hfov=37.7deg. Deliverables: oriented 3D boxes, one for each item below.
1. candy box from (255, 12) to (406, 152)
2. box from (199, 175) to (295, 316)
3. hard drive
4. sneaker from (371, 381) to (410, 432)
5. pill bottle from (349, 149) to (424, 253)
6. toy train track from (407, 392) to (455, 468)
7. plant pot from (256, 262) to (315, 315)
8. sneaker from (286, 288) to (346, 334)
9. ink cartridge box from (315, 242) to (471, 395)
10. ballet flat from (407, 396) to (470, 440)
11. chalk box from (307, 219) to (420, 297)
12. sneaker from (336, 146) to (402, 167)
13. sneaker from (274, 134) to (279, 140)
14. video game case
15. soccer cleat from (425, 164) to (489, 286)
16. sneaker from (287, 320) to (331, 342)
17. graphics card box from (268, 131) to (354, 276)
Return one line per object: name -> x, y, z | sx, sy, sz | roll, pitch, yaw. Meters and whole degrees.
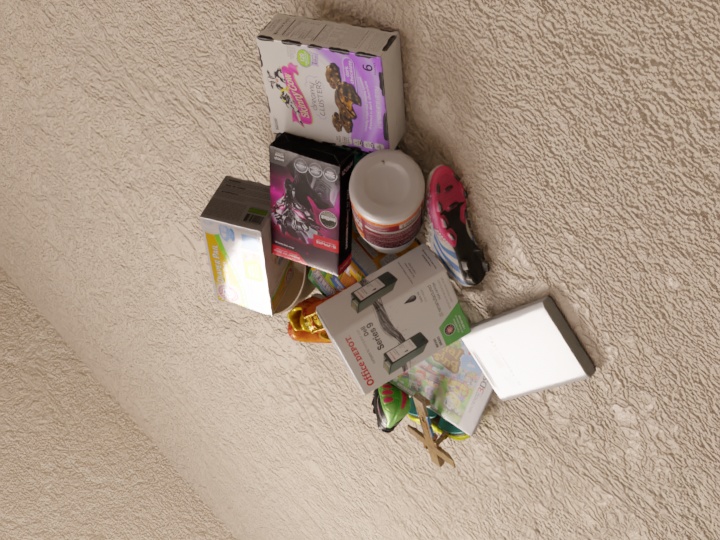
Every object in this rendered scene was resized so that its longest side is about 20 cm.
candy box -> -0.040, -0.267, 1.518 | 0.197, 0.072, 0.169 | 13, 136, 21
box -> -0.180, -0.037, 1.713 | 0.111, 0.102, 0.202 | 13, 139, 16
hard drive -> 0.248, 0.122, 1.592 | 0.133, 0.026, 0.199 | 57, 144, -5
sneaker -> 0.046, 0.213, 1.880 | 0.076, 0.201, 0.085 | 22, 117, -7
pill bottle -> 0.041, -0.095, 1.560 | 0.110, 0.109, 0.200 | 46, 172, 13
toy train track -> 0.125, 0.270, 1.817 | 0.114, 0.032, 0.201 | 34, 155, 37
plant pot -> -0.133, -0.031, 1.893 | 0.198, 0.134, 0.204 | 8, 103, 36
sneaker -> -0.052, 0.078, 1.719 | 0.199, 0.077, 0.074 | -14, 108, 60
ink cartridge box -> 0.051, 0.077, 1.612 | 0.084, 0.198, 0.147 | 56, 175, 50
ballet flat -> 0.159, 0.269, 1.894 | 0.067, 0.067, 0.199 | 44, 162, -29
chalk box -> 0.000, 0.000, 1.762 | 0.125, 0.123, 0.201 | 47, 151, 13
sneaker -> -0.008, -0.175, 1.641 | 0.199, 0.077, 0.081 | -4, 109, 58
sneaker -> -0.070, -0.161, 1.760 | 0.115, 0.075, 0.201 | 29, 153, 30
video game case -> 0.133, 0.157, 1.752 | 0.199, 0.022, 0.184 | 32, 129, 18
soccer cleat -> 0.124, -0.063, 1.559 | 0.086, 0.070, 0.202 | 13, 132, 50
sneaker -> -0.040, 0.096, 1.868 | 0.077, 0.198, 0.074 | 24, 110, 49
graphics card box -> -0.074, -0.098, 1.592 | 0.124, 0.051, 0.202 | 19, 129, 21
